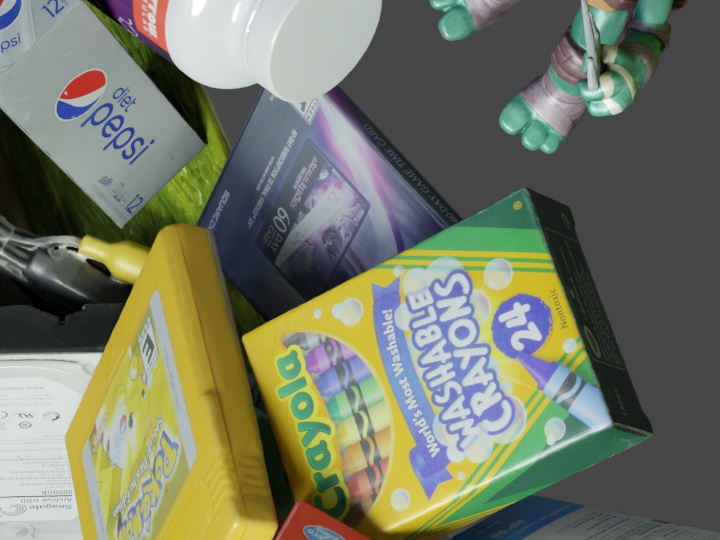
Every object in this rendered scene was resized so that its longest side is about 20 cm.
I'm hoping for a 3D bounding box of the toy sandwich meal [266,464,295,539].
[{"bbox_3d":[-0.057,0.184,1.497,0.205,0.070,0.205,9,102,50],"label":"toy sandwich meal"}]

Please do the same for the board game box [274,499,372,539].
[{"bbox_3d":[0.025,0.216,1.358,0.200,0.040,0.153,29,131,2],"label":"board game box"}]

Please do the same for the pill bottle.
[{"bbox_3d":[-0.086,-0.166,1.426,0.200,0.112,0.112,37,129,30],"label":"pill bottle"}]

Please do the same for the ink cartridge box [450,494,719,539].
[{"bbox_3d":[0.143,0.185,1.365,0.200,0.068,0.116,7,112,43],"label":"ink cartridge box"}]

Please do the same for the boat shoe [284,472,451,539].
[{"bbox_3d":[0.013,0.160,1.491,0.200,0.062,0.072,53,135,16],"label":"boat shoe"}]

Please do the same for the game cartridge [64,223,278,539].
[{"bbox_3d":[-0.100,0.106,1.432,0.200,0.032,0.176,-104,32,-43],"label":"game cartridge"}]

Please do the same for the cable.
[{"bbox_3d":[-0.179,-0.014,1.563,0.200,0.050,0.097,33,144,-10],"label":"cable"}]

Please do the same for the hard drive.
[{"bbox_3d":[-0.194,0.091,1.586,0.200,0.140,0.038,101,166,-53],"label":"hard drive"}]

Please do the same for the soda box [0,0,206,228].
[{"bbox_3d":[-0.151,-0.096,1.467,0.068,0.200,0.063,-45,66,-2],"label":"soda box"}]

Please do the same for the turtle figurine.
[{"bbox_3d":[0.104,-0.136,1.255,0.200,0.101,0.150,132,125,-60],"label":"turtle figurine"}]

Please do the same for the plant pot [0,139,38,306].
[{"bbox_3d":[-0.281,-0.037,1.629,0.200,0.200,0.198,-18,99,48],"label":"plant pot"}]

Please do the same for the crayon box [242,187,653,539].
[{"bbox_3d":[0.026,0.062,1.368,0.200,0.052,0.126,-28,67,23],"label":"crayon box"}]

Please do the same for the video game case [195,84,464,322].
[{"bbox_3d":[0.000,0.000,1.475,0.200,0.019,0.143,48,134,22],"label":"video game case"}]
